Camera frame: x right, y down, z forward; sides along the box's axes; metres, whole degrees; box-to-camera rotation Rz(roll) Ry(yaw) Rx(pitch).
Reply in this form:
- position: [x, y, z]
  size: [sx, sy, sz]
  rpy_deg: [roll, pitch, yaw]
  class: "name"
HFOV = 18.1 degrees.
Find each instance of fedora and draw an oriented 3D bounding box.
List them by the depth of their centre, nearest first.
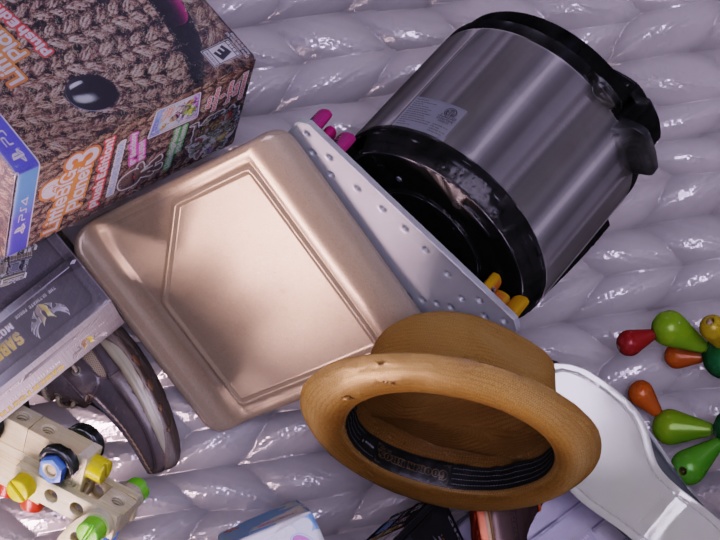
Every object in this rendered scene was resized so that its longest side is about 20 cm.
- position: [0.063, 0.083, 1.491]
  size: [0.200, 0.201, 0.082]
  rpy_deg: [18, 56, -5]
  class: "fedora"

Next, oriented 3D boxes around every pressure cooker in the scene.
- position: [0.103, -0.081, 1.581]
  size: [0.176, 0.179, 0.200]
  rpy_deg: [40, 61, 1]
  class: "pressure cooker"

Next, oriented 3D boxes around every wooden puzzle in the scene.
- position: [-0.075, 0.008, 1.564]
  size: [0.200, 0.037, 0.185]
  rpy_deg: [-25, 110, 34]
  class: "wooden puzzle"

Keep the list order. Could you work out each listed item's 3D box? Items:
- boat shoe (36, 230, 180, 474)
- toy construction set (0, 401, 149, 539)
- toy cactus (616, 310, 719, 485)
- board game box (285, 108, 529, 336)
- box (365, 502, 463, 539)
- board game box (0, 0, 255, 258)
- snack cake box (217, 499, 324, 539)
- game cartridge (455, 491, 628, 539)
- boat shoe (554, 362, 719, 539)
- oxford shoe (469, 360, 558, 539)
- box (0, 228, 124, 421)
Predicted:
- position: [-0.197, 0.063, 1.603]
  size: [0.073, 0.074, 0.200]
  rpy_deg: [-32, 81, 1]
  class: "boat shoe"
- position: [-0.235, 0.160, 1.575]
  size: [0.200, 0.092, 0.131]
  rpy_deg: [18, 120, 2]
  class: "toy construction set"
- position: [0.291, 0.098, 1.648]
  size: [0.165, 0.102, 0.200]
  rpy_deg: [-32, 81, -18]
  class: "toy cactus"
- position: [0.000, 0.000, 1.568]
  size: [0.200, 0.200, 0.026]
  rpy_deg: [44, 57, -2]
  class: "board game box"
- position: [0.062, 0.261, 1.514]
  size: [0.050, 0.198, 0.200]
  rpy_deg: [-25, 88, 14]
  class: "box"
- position: [-0.202, -0.131, 1.544]
  size: [0.200, 0.097, 0.159]
  rpy_deg: [-30, 67, -30]
  class: "board game box"
- position: [-0.045, 0.222, 1.534]
  size: [0.067, 0.200, 0.115]
  rpy_deg: [-23, 89, -5]
  class: "snack cake box"
- position: [0.119, 0.225, 1.639]
  size: [0.200, 0.038, 0.130]
  rpy_deg: [-36, 94, -8]
  class: "game cartridge"
- position: [0.185, 0.144, 1.598]
  size: [0.073, 0.062, 0.200]
  rpy_deg: [-44, 99, -3]
  class: "boat shoe"
- position: [0.113, 0.144, 1.595]
  size: [0.072, 0.071, 0.200]
  rpy_deg: [0, 63, 1]
  class: "oxford shoe"
- position: [-0.286, 0.034, 1.540]
  size: [0.200, 0.048, 0.158]
  rpy_deg: [-40, 71, -9]
  class: "box"
